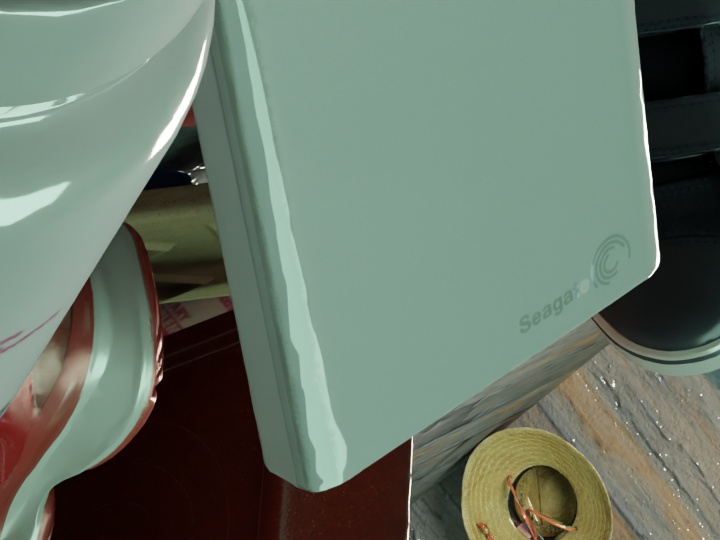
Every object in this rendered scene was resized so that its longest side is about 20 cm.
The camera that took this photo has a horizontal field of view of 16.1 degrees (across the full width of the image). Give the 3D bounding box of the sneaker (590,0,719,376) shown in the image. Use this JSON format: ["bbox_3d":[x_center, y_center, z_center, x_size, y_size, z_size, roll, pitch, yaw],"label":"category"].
[{"bbox_3d":[0.088,-0.069,0.814,0.078,0.200,0.079,-11,157,15],"label":"sneaker"}]

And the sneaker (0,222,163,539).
[{"bbox_3d":[-0.141,0.050,0.690,0.115,0.078,0.200,4,139,-29],"label":"sneaker"}]

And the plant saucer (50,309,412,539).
[{"bbox_3d":[-0.075,0.101,0.781,0.199,0.200,0.037,-21,140,32],"label":"plant saucer"}]

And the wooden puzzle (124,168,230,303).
[{"bbox_3d":[-0.045,-0.019,0.774,0.200,0.046,0.185,-11,173,3],"label":"wooden puzzle"}]

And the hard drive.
[{"bbox_3d":[0.015,-0.060,0.620,0.132,0.026,0.200,-32,127,-32],"label":"hard drive"}]

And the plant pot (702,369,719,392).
[{"bbox_3d":[0.193,-0.100,1.022,0.196,0.196,0.200,-28,159,-44],"label":"plant pot"}]

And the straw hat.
[{"bbox_3d":[0.212,0.254,2.844,0.201,0.201,0.085,-43,171,35],"label":"straw hat"}]

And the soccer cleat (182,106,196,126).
[{"bbox_3d":[-0.004,-0.091,0.717,0.200,0.068,0.073,-31,-171,-41],"label":"soccer cleat"}]

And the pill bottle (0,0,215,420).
[{"bbox_3d":[-0.093,-0.035,0.461,0.113,0.113,0.200,-31,169,-33],"label":"pill bottle"}]

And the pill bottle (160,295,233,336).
[{"bbox_3d":[0.000,0.000,0.941,0.200,0.113,0.113,-36,171,-15],"label":"pill bottle"}]
